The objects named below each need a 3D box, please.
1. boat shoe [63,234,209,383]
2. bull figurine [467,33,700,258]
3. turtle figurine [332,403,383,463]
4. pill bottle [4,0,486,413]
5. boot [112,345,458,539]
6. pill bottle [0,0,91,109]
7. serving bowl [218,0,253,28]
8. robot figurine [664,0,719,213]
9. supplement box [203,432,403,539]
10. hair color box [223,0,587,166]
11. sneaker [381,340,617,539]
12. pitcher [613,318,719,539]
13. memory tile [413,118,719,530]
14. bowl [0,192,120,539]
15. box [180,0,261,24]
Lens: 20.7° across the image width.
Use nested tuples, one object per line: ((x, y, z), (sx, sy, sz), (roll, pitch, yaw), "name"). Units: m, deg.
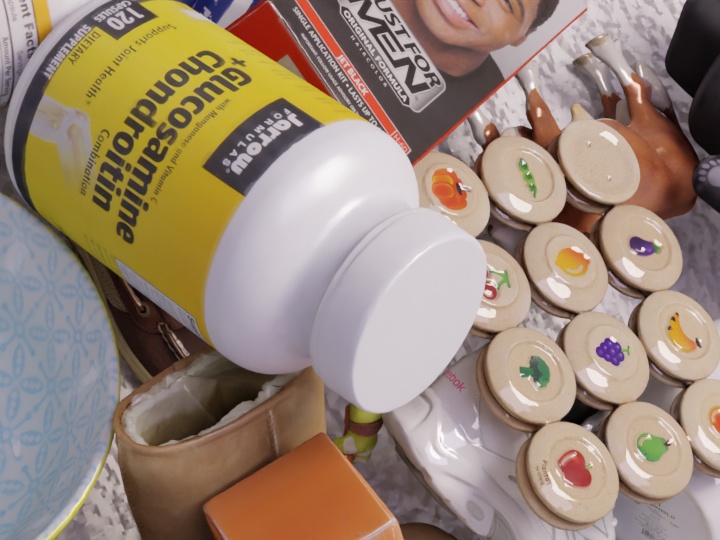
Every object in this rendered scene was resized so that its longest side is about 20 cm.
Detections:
((-0.090, -0.005, 0.958), (0.072, 0.072, 0.201), (-33, 93, -30), "boat shoe")
((0.112, -0.058, 1.069), (0.199, 0.065, 0.122), (-17, 83, -47), "bull figurine")
((0.000, 0.000, 0.967), (0.161, 0.064, 0.202), (-41, 120, -50), "turtle figurine")
((-0.047, -0.028, 0.815), (0.199, 0.113, 0.112), (34, 55, 30), "pill bottle")
((-0.021, 0.110, 0.897), (0.174, 0.066, 0.201), (-32, 135, -30), "boot")
((-0.188, -0.119, 0.851), (0.198, 0.113, 0.114), (-20, 85, -24), "pill bottle")
((-0.034, -0.175, 1.039), (0.198, 0.066, 0.202), (8, 72, -26), "serving bowl")
((0.261, -0.083, 1.082), (0.200, 0.151, 0.125), (43, 15, 18), "robot figurine")
((-0.004, 0.166, 0.860), (0.066, 0.069, 0.201), (-30, 133, -13), "supplement box")
((0.021, -0.117, 0.949), (0.102, 0.061, 0.200), (54, 44, -8), "hair color box")
((0.102, 0.112, 0.984), (0.099, 0.078, 0.200), (-41, 123, 0), "sneaker")
((0.233, 0.085, 1.051), (0.171, 0.122, 0.200), (28, 49, 34), "pitcher")
((0.109, 0.020, 0.961), (0.152, 0.017, 0.201), (-11, 68, -34), "memory tile")
((-0.209, 0.065, 0.848), (0.198, 0.108, 0.202), (7, 63, -13), "bowl")
((-0.133, -0.171, 0.951), (0.199, 0.032, 0.122), (36, 85, 5), "box")
